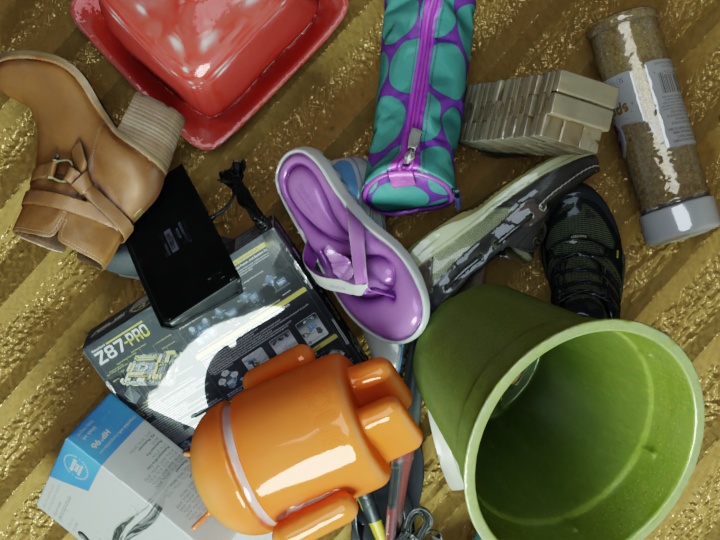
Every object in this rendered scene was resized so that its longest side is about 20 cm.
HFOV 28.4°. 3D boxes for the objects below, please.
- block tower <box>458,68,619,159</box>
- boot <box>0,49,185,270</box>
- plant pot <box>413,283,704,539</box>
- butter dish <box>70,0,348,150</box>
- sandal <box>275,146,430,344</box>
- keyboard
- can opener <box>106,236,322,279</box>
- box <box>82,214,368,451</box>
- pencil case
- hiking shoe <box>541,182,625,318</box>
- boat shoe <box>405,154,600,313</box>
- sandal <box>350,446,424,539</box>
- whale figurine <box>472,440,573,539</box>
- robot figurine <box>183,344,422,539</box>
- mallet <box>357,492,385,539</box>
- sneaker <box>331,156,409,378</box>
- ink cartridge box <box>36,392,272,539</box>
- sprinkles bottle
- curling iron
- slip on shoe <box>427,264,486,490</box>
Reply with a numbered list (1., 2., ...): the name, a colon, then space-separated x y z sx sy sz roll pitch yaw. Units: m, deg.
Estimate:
1. block tower: 0.137 -0.127 1.182 0.057 0.200 0.055 16 87 -18
2. boot: -0.265 -0.097 1.249 0.198 0.077 0.156 24 77 10
3. plant pot: 0.130 0.098 1.105 0.198 0.190 0.202 -8 113 -20
4. butter dish: -0.139 -0.242 1.234 0.200 0.148 0.199 -45 86 0
5. sandal: -0.019 -0.016 1.182 0.203 0.050 0.083 52 127 25
6. keyboard: -0.135 -0.033 1.204 0.126 0.200 0.021 -32 129 0
7. can opener: -0.131 0.003 1.254 0.198 0.067 0.054 10 117 7
8. box: -0.114 0.074 1.230 0.199 0.049 0.162 -32 108 7
9. pencil case: 0.052 -0.149 1.222 0.084 0.093 0.202 6 70 1
10. hiking shoe: 0.197 0.022 1.221 0.075 0.101 0.203 -4 86 2
11. boat shoe: 0.124 -0.034 1.207 0.200 0.072 0.066 -32 83 -6
12. sandal: 0.019 0.213 1.248 0.075 0.043 0.203 -1 86 3
13. whale figurine: 0.147 0.215 1.221 0.200 0.104 0.159 -40 122 20
14. robot figurine: -0.052 0.140 1.149 0.198 0.117 0.145 -24 89 9
15. mallet: 0.017 0.220 1.200 0.041 0.066 0.202 -21 96 -9
16. sneaker: 0.000 0.000 1.246 0.072 0.072 0.202 -11 80 -12
17. ink cartridge box: -0.170 0.214 1.219 0.199 0.116 0.068 37 45 5
18. sprinkles bottle: 0.255 -0.125 1.243 0.067 0.068 0.202 -15 85 2
19. curling iron: 0.046 0.148 1.191 0.049 0.026 0.202 0 76 10
20. slip on shoe: 0.090 0.087 1.239 0.060 0.076 0.203 -7 79 10
